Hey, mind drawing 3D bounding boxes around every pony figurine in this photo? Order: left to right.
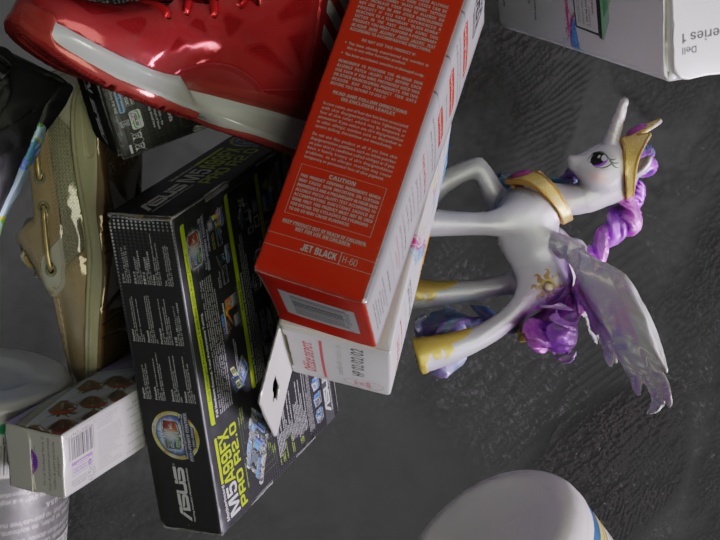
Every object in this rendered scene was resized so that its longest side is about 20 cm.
[{"bbox_3d":[0.123,0.000,1.000,0.200,0.167,0.193,-17,101,-2],"label":"pony figurine"}]

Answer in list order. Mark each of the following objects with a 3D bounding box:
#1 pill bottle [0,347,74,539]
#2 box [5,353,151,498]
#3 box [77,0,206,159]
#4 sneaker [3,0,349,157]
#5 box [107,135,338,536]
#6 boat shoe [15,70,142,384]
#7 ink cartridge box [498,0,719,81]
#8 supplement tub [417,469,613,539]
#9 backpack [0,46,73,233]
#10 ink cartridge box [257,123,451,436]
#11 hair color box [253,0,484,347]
[{"bbox_3d":[-0.231,0.154,0.894,0.113,0.113,0.200,0,106,-24],"label":"pill bottle"},{"bbox_3d":[-0.133,0.077,0.889,0.200,0.039,0.041,-33,128,-60],"label":"box"},{"bbox_3d":[-0.077,-0.186,0.820,0.193,0.048,0.200,-26,121,-20],"label":"box"},{"bbox_3d":[-0.082,-0.137,0.776,0.200,0.078,0.116,17,95,-46],"label":"sneaker"},{"bbox_3d":[-0.076,0.032,0.904,0.160,0.044,0.200,-42,131,-55],"label":"box"},{"bbox_3d":[-0.169,-0.021,0.902,0.065,0.072,0.200,5,108,17],"label":"boat shoe"},{"bbox_3d":[0.194,-0.185,0.933,0.145,0.200,0.084,-13,112,-20],"label":"ink cartridge box"},{"bbox_3d":[0.138,0.256,1.074,0.145,0.145,0.200,-41,117,-8],"label":"supplement tub"},{"bbox_3d":[-0.271,-0.033,0.816,0.163,0.154,0.200,19,77,-28],"label":"backpack"},{"bbox_3d":[0.000,0.000,0.882,0.068,0.115,0.200,13,75,5],"label":"ink cartridge box"},{"bbox_3d":[0.009,-0.071,0.787,0.061,0.102,0.200,17,76,8],"label":"hair color box"}]
